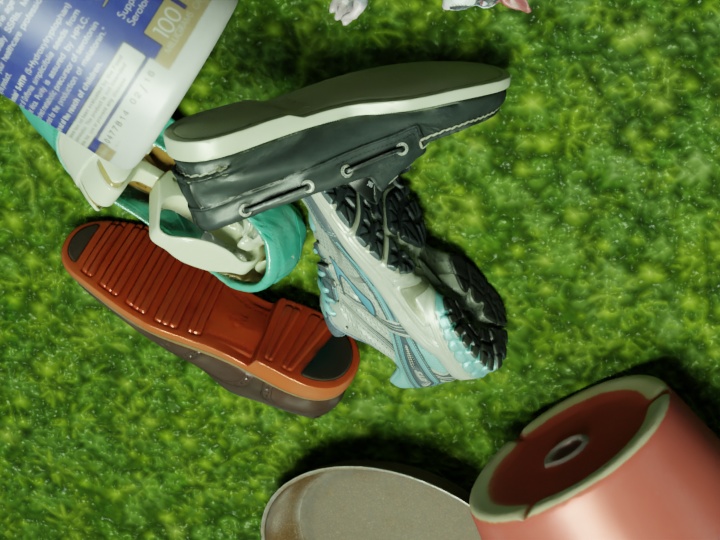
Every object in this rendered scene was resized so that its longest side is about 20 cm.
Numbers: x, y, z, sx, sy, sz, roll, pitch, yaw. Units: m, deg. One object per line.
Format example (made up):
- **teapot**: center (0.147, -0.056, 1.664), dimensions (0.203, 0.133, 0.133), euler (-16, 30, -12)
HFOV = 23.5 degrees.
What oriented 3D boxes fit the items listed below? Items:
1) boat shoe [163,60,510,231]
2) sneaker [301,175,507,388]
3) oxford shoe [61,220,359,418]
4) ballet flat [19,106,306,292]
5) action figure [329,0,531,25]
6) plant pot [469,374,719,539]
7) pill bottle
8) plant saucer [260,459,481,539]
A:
- **boat shoe**: center (-0.007, -0.065, 0.940), dimensions (0.198, 0.074, 0.067), euler (-17, 114, -24)
- **sneaker**: center (0.000, 0.000, 1.028), dimensions (0.086, 0.078, 0.200), euler (-25, 116, 31)
- **oxford shoe**: center (-0.100, 0.038, 1.084), dimensions (0.199, 0.071, 0.073), euler (29, 144, 3)
- **ballet flat**: center (-0.121, -0.053, 1.022), dimensions (0.199, 0.071, 0.067), euler (32, 126, -10)
- **action figure**: center (0.022, -0.207, 0.885), dimensions (0.199, 0.134, 0.150), euler (35, 84, -28)
- **plant pot**: center (0.169, 0.175, 1.051), dimensions (0.199, 0.201, 0.178), euler (-28, 104, 28)
- **pill bottle**: center (-0.177, -0.155, 0.932), dimensions (0.199, 0.120, 0.120), euler (32, 126, -11)
- **plant saucer**: center (0.029, 0.195, 1.168), dimensions (0.198, 0.032, 0.201), euler (13, 133, 14)
